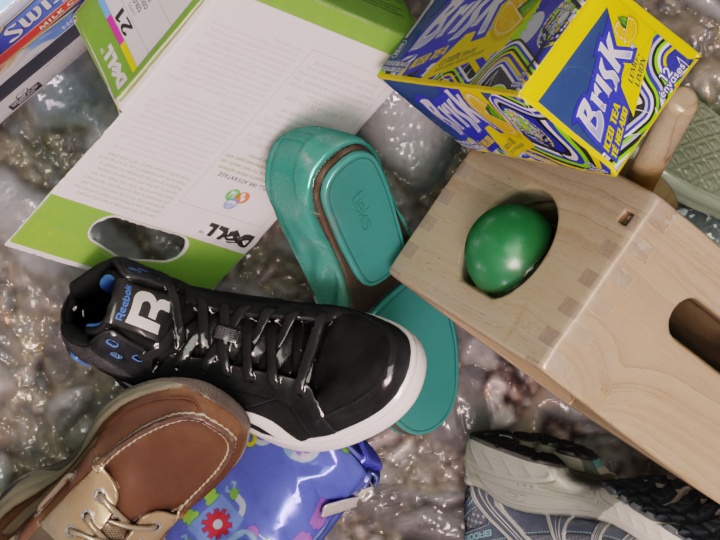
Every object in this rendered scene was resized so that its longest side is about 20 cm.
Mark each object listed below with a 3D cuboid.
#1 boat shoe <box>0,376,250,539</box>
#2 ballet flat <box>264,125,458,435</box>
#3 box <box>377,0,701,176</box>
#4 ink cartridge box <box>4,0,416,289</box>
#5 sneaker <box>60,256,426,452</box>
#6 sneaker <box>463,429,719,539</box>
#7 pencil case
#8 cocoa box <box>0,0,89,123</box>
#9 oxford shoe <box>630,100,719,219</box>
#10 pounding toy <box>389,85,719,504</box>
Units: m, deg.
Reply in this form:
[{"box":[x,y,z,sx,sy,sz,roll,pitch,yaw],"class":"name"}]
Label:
[{"box":[-0.126,0.124,1.323,0.076,0.072,0.200,32,133,-19],"class":"boat shoe"},{"box":[0.000,0.000,1.362,0.067,0.070,0.201,-37,131,-19],"class":"ballet flat"},{"box":[0.079,-0.097,1.227,0.064,0.200,0.070,38,84,-18],"class":"box"},{"box":[-0.086,-0.088,1.335,0.200,0.148,0.076,-47,50,24],"class":"ink cartridge box"},{"box":[-0.073,0.039,1.304,0.199,0.112,0.073,0,69,38],"class":"sneaker"},{"box":[0.135,0.149,1.345,0.200,0.077,0.087,20,106,43],"class":"sneaker"},{"box":[-0.067,0.151,1.369,0.087,0.078,0.200,38,91,33],"class":"pencil case"},{"box":[-0.201,-0.170,1.328,0.200,0.131,0.134,-39,79,0],"class":"cocoa box"},{"box":[0.129,-0.071,1.384,0.199,0.075,0.058,21,132,-9],"class":"oxford shoe"},{"box":[0.131,-0.003,1.279,0.200,0.184,0.142,36,88,-33],"class":"pounding toy"}]
